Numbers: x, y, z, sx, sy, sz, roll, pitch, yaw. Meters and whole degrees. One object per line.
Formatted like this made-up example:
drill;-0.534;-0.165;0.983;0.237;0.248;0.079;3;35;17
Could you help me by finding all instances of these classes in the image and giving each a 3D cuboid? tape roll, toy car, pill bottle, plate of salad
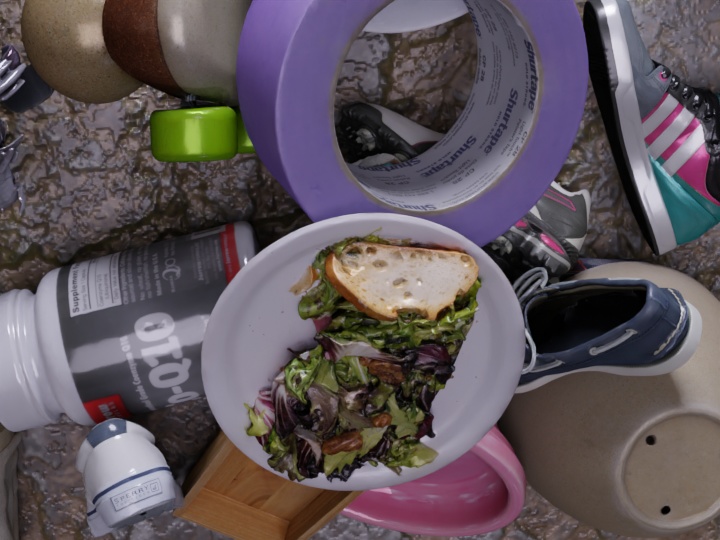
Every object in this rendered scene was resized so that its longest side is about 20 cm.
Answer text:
tape roll;0.030;-0.112;0.687;0.198;0.085;0.202;-9;115;-19
toy car;-0.157;-0.158;0.752;0.198;0.158;0.167;1;99;21
pill bottle;-0.159;0.043;0.807;0.198;0.114;0.115;-15;109;-1
plate of salad;0.004;0.060;0.685;0.197;0.048;0.202;-4;121;-6

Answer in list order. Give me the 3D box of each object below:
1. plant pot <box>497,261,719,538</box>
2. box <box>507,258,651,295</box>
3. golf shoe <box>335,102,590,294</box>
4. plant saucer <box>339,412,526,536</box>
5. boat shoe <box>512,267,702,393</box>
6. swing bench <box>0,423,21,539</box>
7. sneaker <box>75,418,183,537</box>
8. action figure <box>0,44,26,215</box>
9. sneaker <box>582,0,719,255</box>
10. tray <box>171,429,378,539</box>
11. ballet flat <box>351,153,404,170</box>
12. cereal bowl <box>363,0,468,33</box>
plant pot;0.204;0.111;0.819;0.198;0.135;0.203;-2;109;-6
box;0.126;0.059;0.884;0.197;0.040;0.139;2;109;-7
golf shoe;0.075;-0.065;0.830;0.199;0.077;0.088;35;63;-2
plant saucer;0.025;0.129;0.834;0.198;0.051;0.201;12;147;8
boat shoe;0.128;0.040;0.767;0.062;0.199;0.076;35;65;-33
swing bench;-0.350;0.210;0.833;0.197;0.130;0.202;0;108;-7
sneaker;-0.166;0.144;0.818;0.072;0.200;0.072;-17;79;-20
action figure;-0.269;-0.125;0.743;0.129;0.069;0.202;-22;99;40
sneaker;0.237;-0.117;0.814;0.120;0.084;0.202;-21;117;6
tray;-0.065;0.151;0.828;0.098;0.037;0.200;24;146;-9
ballet flat;0.000;0.000;0.829;0.071;0.072;0.202;2;120;-7
cereal bowl;0.026;-0.253;0.712;0.197;0.084;0.201;-9;138;-8
